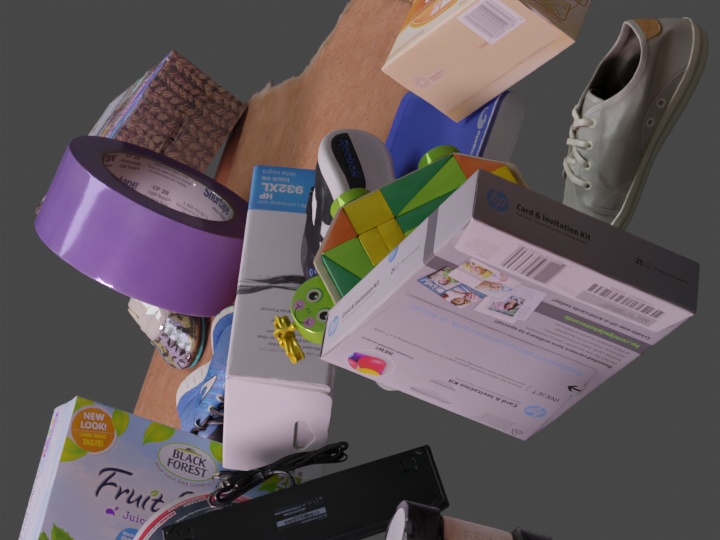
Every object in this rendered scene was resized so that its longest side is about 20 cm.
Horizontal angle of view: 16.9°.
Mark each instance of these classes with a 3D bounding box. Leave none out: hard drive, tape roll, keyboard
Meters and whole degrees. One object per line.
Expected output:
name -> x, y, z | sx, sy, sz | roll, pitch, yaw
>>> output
hard drive -> 0.055, -0.069, 1.794 | 0.132, 0.025, 0.200 | -70, 19, -3
tape roll -> -0.193, -0.042, 2.233 | 0.085, 0.200, 0.200 | -65, 20, 14
keyboard -> -0.043, 0.165, 1.693 | 0.127, 0.200, 0.021 | -108, 1, -59

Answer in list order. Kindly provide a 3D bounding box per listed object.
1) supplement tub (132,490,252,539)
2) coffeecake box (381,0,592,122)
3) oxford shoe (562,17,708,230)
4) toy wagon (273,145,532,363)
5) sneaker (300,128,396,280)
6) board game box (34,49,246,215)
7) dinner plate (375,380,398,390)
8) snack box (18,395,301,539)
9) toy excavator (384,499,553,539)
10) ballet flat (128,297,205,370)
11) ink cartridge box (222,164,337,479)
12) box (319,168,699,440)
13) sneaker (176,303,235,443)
supplement tub -> -0.089, 0.248, 1.758 | 0.140, 0.140, 0.200 | -69, 19, 3
coffeecake box -> 0.114, -0.225, 1.718 | 0.154, 0.073, 0.200 | -33, 28, 54
oxford shoe -> 0.156, -0.077, 1.556 | 0.200, 0.058, 0.075 | -66, 22, 16
toy wagon -> 0.032, 0.001, 1.641 | 0.155, 0.200, 0.040 | 62, 175, 36
sneaker -> 0.000, 0.000, 1.764 | 0.200, 0.073, 0.112 | -98, 16, -47
board game box -> -0.228, -0.114, 2.491 | 0.159, 0.097, 0.200 | -58, 14, -23
dinner plate -> 0.060, -0.003, 1.788 | 0.200, 0.024, 0.200 | -52, 27, 39
snack box -> -0.162, 0.210, 1.901 | 0.068, 0.200, 0.169 | -28, 45, 62
toy excavator -> 0.042, 0.222, 1.527 | 0.195, 0.100, 0.200 | -88, 18, -45
ballet flat -> -0.197, 0.029, 2.371 | 0.072, 0.072, 0.200 | -60, 22, 24
ink cartridge box -> -0.056, 0.041, 1.892 | 0.145, 0.084, 0.200 | 97, 180, -56
box -> 0.088, 0.026, 1.484 | 0.200, 0.156, 0.041 | -45, 28, 50
sneaker -> -0.100, 0.102, 2.053 | 0.200, 0.079, 0.089 | 120, 153, -47
